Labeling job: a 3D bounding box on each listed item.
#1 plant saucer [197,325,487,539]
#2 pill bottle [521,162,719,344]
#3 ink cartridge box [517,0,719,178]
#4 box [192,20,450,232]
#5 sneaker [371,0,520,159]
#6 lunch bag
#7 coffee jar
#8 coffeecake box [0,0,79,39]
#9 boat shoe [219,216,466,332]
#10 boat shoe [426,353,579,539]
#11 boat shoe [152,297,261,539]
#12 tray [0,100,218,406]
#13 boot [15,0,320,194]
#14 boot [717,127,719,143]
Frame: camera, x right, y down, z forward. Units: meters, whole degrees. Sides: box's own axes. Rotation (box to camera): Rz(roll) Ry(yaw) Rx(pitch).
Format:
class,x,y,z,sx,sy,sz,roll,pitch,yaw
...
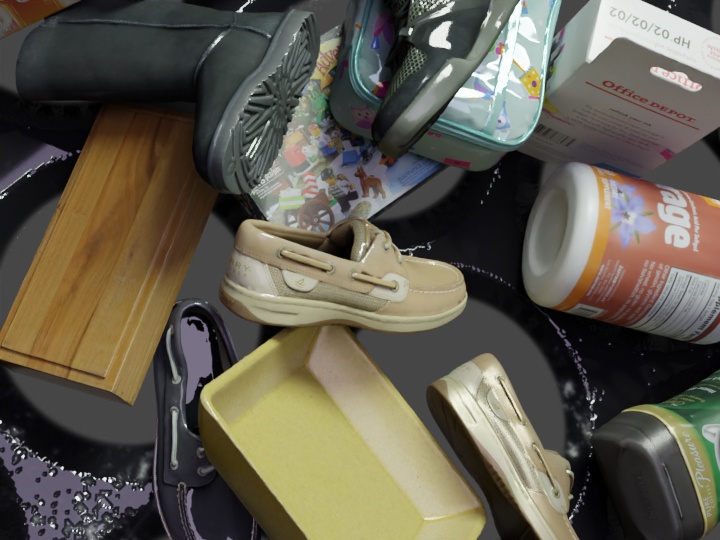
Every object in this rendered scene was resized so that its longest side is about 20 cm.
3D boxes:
class,x,y,z,sx,sy,sz,roll,pitch,yaw
plant saucer,-0.014,0.137,0.729,0.201,0.048,0.200,52,26,1
pill bottle,0.234,-0.007,0.848,0.198,0.112,0.113,13,73,-13
ink cartridge box,0.199,-0.138,0.823,0.114,0.200,0.068,20,71,-11
box,-0.013,-0.107,0.840,0.199,0.038,0.137,-36,88,-21
sneaker,0.035,-0.170,0.729,0.114,0.076,0.201,32,67,-5
lunch bag,0.071,-0.184,0.822,0.159,0.077,0.202,17,73,-11
coffee jar,0.275,0.131,0.837,0.198,0.085,0.105,-21,93,-20
coffeecake box,-0.281,-0.201,0.697,0.199,0.154,0.074,-27,77,-5
boat shoe,0.000,0.000,0.763,0.198,0.071,0.065,1,113,-38
boat shoe,0.125,0.155,0.797,0.064,0.071,0.201,-29,84,-20
boat shoe,-0.105,0.116,0.744,0.072,0.063,0.202,-7,78,-17
tray,-0.166,-0.018,0.751,0.098,0.037,0.202,12,70,19
boot,-0.145,-0.124,0.734,0.198,0.066,0.166,11,45,14
boot,0.406,-0.054,0.936,0.187,0.068,0.202,-15,86,-30
